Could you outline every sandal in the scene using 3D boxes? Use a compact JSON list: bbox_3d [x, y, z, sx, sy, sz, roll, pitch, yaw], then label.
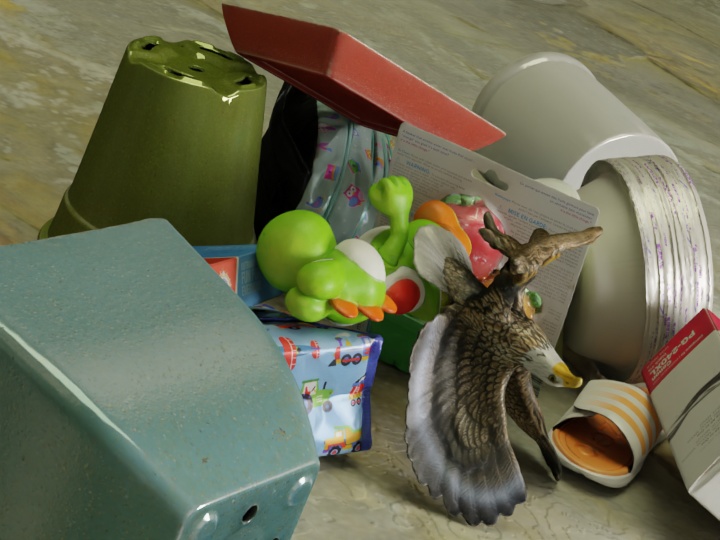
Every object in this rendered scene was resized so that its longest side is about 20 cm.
[{"bbox_3d":[0.216,0.116,1.362,0.079,0.060,0.206,25,24,20],"label":"sandal"}]

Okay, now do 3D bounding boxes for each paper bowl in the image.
[{"bbox_3d":[0.229,0.001,1.457,0.103,0.202,0.201,-5,27,-11],"label":"paper bowl"}]

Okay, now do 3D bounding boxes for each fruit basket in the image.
[{"bbox_3d":[0.091,0.000,1.358,0.184,0.202,0.094,25,23,20],"label":"fruit basket"}]

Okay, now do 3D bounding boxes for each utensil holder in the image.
[{"bbox_3d":[0.230,-0.120,1.784,0.169,0.171,0.200,5,28,-27],"label":"utensil holder"}]

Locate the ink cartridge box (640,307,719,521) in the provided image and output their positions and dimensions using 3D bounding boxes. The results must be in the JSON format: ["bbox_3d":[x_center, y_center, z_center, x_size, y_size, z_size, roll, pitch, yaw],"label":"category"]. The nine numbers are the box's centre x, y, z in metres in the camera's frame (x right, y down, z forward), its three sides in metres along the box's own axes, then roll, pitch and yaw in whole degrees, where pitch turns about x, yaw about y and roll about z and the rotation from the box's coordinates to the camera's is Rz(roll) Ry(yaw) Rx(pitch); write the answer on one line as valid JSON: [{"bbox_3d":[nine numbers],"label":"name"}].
[{"bbox_3d":[0.310,0.139,1.281,0.145,0.083,0.200,40,17,-16],"label":"ink cartridge box"}]

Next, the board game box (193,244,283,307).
[{"bbox_3d":[-0.175,0.010,1.224,0.198,0.041,0.153,-1,6,17],"label":"board game box"}]

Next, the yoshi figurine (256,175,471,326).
[{"bbox_3d":[-0.007,-0.014,1.243,0.111,0.114,0.199,1,8,31],"label":"yoshi figurine"}]

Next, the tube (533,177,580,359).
[{"bbox_3d":[0.151,0.006,1.417,0.051,0.201,0.058,-14,50,-15],"label":"tube"}]

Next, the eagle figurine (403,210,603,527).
[{"bbox_3d":[0.104,0.070,1.217,0.150,0.202,0.151,6,23,-15],"label":"eagle figurine"}]

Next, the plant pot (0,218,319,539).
[{"bbox_3d":[-0.140,0.114,0.956,0.199,0.198,0.195,36,28,26],"label":"plant pot"}]

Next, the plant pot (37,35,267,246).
[{"bbox_3d":[-0.160,-0.090,1.400,0.198,0.191,0.200,14,23,-6],"label":"plant pot"}]

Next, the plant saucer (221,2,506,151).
[{"bbox_3d":[-0.005,-0.158,1.398,0.199,0.037,0.199,28,-3,-36],"label":"plant saucer"}]

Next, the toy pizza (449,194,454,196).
[{"bbox_3d":[0.135,-0.032,1.620,0.199,0.032,0.200,33,2,-1],"label":"toy pizza"}]

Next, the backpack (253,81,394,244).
[{"bbox_3d":[-0.037,-0.085,1.532,0.126,0.168,0.201,16,28,-16],"label":"backpack"}]

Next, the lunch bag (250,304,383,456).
[{"bbox_3d":[-0.101,0.068,1.238,0.149,0.095,0.200,-3,17,-33],"label":"lunch bag"}]
